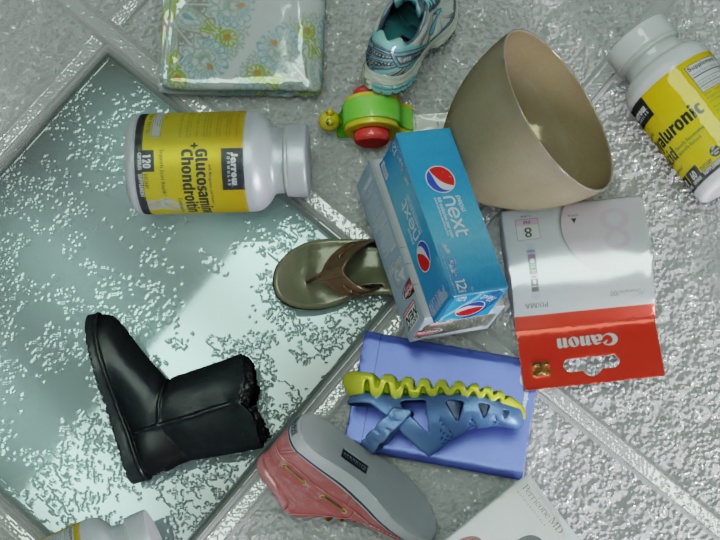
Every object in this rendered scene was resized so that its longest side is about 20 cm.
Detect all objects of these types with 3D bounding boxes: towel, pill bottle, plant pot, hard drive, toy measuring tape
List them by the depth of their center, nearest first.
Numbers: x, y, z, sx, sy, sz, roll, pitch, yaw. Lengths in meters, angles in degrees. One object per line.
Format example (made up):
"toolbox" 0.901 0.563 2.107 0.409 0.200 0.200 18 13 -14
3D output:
"pill bottle" -0.306 0.331 1.513 0.199 0.112 0.112 -23 76 -3
"hard drive" 0.091 0.149 1.581 0.199 0.025 0.133 10 77 6
"plant pot" 0.168 -0.145 1.582 0.134 0.200 0.201 -31 74 30
"pill bottle" 0.368 -0.185 1.604 0.111 0.111 0.200 -33 76 -5
"pill bottle" -0.158 -0.122 1.608 0.199 0.112 0.113 -2 76 3
"toy measuring tape" 0.050 -0.180 1.641 0.199 0.074 0.074 -3 76 3
"towel" -0.141 -0.290 1.692 0.199 0.048 0.172 1 79 3

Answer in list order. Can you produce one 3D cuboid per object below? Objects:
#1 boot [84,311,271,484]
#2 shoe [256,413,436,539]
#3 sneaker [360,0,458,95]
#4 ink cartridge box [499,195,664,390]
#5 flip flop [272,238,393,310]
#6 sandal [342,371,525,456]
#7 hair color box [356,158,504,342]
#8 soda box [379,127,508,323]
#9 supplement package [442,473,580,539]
"boot" -0.200 0.120 1.576 0.167 0.076 0.201 -19 83 2
"shoe" -0.016 0.242 1.547 0.200 0.072 0.091 39 125 -11
"sneaker" 0.065 -0.292 1.638 0.077 0.087 0.201 19 54 10
"ink cartridge box" 0.246 0.022 1.579 0.162 0.057 0.201 -6 63 1
"flip flop" 0.000 0.000 1.604 0.199 0.058 0.082 -2 80 0
"sandal" 0.077 0.158 1.531 0.199 0.079 0.088 3 80 13
"hair color box" 0.075 -0.029 1.577 0.099 0.061 0.201 -8 64 -22
"soda box" 0.086 -0.049 1.518 0.067 0.064 0.201 -8 65 -22
"supplement package" 0.151 0.348 1.466 0.200 0.147 0.191 -38 77 -5
